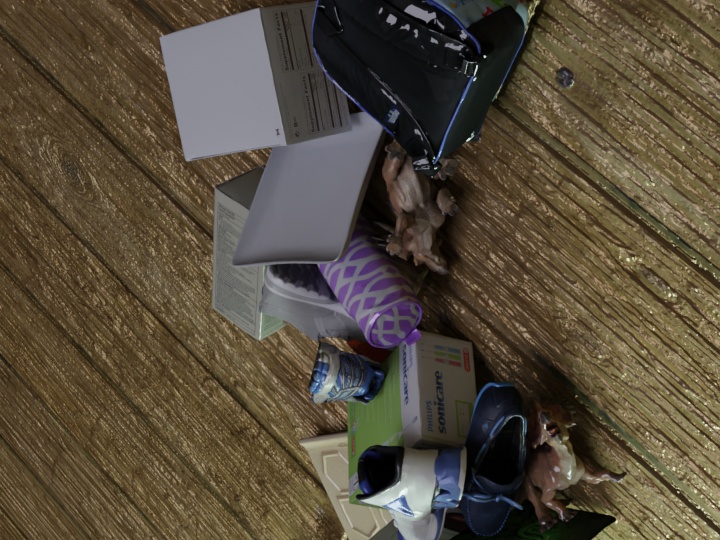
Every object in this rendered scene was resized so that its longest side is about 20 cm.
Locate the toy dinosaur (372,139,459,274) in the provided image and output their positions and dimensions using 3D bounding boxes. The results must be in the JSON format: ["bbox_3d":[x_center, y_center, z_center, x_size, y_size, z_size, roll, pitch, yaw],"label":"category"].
[{"bbox_3d":[0.056,-0.089,1.347,0.136,0.085,0.202,-150,55,-81],"label":"toy dinosaur"}]

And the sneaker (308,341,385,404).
[{"bbox_3d":[-0.014,0.136,1.463,0.084,0.200,0.078,14,87,3],"label":"sneaker"}]

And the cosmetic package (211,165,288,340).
[{"bbox_3d":[-0.134,-0.023,1.582,0.103,0.087,0.201,34,135,29],"label":"cosmetic package"}]

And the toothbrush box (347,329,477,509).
[{"bbox_3d":[0.060,0.188,1.455,0.200,0.085,0.147,127,149,-48],"label":"toothbrush box"}]

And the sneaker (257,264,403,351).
[{"bbox_3d":[-0.033,0.053,1.467,0.198,0.075,0.082,25,125,-8],"label":"sneaker"}]

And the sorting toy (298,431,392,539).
[{"bbox_3d":[0.016,0.309,1.674,0.184,0.036,0.201,-17,105,50],"label":"sorting toy"}]

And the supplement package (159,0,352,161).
[{"bbox_3d":[-0.127,-0.225,1.417,0.199,0.110,0.157,-2,103,46],"label":"supplement package"}]

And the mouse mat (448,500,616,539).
[{"bbox_3d":[0.181,0.312,1.372,0.160,0.199,0.008,0,105,45],"label":"mouse mat"}]

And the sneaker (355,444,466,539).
[{"bbox_3d":[0.048,0.246,1.353,0.114,0.081,0.200,12,146,-2],"label":"sneaker"}]

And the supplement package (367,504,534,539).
[{"bbox_3d":[0.122,0.393,1.487,0.199,0.191,0.148,1,115,45],"label":"supplement package"}]

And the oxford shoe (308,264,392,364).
[{"bbox_3d":[-0.009,0.049,1.528,0.200,0.071,0.073,51,178,-3],"label":"oxford shoe"}]

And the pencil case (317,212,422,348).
[{"bbox_3d":[0.000,0.000,1.419,0.201,0.084,0.086,60,-176,35],"label":"pencil case"}]

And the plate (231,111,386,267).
[{"bbox_3d":[-0.055,-0.091,1.415,0.198,0.202,0.032,-2,152,46],"label":"plate"}]

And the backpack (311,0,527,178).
[{"bbox_3d":[0.057,-0.235,1.206,0.200,0.147,0.184,39,137,17],"label":"backpack"}]

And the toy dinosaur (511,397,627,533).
[{"bbox_3d":[0.211,0.218,1.376,0.136,0.086,0.200,54,144,6],"label":"toy dinosaur"}]

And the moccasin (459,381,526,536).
[{"bbox_3d":[0.145,0.222,1.327,0.068,0.080,0.202,-114,20,-59],"label":"moccasin"}]
